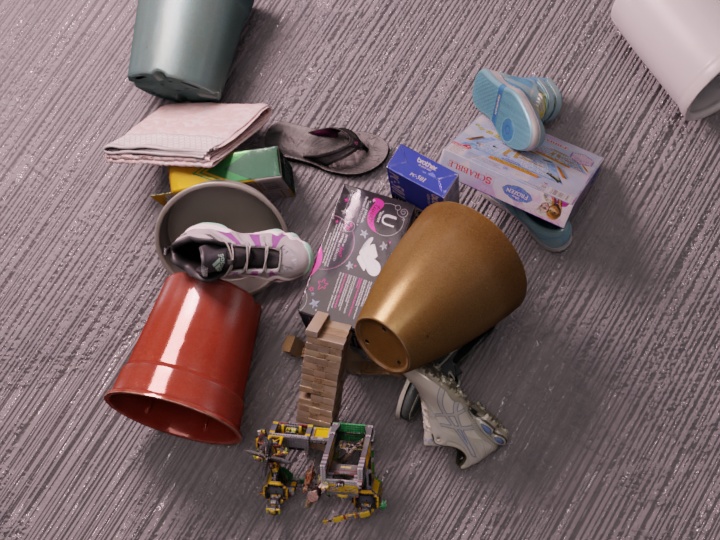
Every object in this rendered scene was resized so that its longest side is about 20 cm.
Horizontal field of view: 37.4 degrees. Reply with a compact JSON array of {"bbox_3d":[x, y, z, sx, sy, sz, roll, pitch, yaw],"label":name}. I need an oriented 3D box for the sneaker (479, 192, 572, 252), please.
[{"bbox_3d":[0.241,-0.116,1.581,0.200,0.082,0.074,42,81,16],"label":"sneaker"}]

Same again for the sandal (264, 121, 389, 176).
[{"bbox_3d":[-0.055,-0.193,1.657,0.199,0.048,0.076,8,74,10],"label":"sandal"}]

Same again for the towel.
[{"bbox_3d":[-0.261,-0.211,1.616,0.199,0.032,0.191,5,32,24],"label":"towel"}]

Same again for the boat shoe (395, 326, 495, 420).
[{"bbox_3d":[0.121,0.136,1.525,0.062,0.073,0.200,30,74,18],"label":"boat shoe"}]

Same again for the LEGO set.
[{"bbox_3d":[-0.060,0.287,1.449,0.199,0.116,0.155,11,118,5],"label":"LEGO set"}]

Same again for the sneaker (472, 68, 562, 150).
[{"bbox_3d":[0.259,-0.239,1.577,0.130,0.080,0.200,1,35,-21],"label":"sneaker"}]

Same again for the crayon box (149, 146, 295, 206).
[{"bbox_3d":[-0.208,-0.137,1.614,0.199,0.126,0.052,-8,81,4],"label":"crayon box"}]

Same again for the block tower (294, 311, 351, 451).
[{"bbox_3d":[-0.053,0.160,1.483,0.057,0.054,0.201,12,119,10],"label":"block tower"}]

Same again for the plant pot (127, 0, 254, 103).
[{"bbox_3d":[-0.272,-0.375,1.672,0.199,0.200,0.197,10,82,10],"label":"plant pot"}]

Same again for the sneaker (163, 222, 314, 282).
[{"bbox_3d":[-0.174,-0.013,1.463,0.199,0.140,0.078,5,104,16],"label":"sneaker"}]

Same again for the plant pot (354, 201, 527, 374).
[{"bbox_3d":[0.088,0.039,1.416,0.186,0.187,0.200,39,57,16],"label":"plant pot"}]

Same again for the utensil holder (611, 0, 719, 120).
[{"bbox_3d":[0.493,-0.352,1.582,0.169,0.170,0.201,-32,69,-4],"label":"utensil holder"}]

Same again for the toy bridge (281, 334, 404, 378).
[{"bbox_3d":[-0.015,0.130,1.539,0.199,0.067,0.027,8,72,31],"label":"toy bridge"}]

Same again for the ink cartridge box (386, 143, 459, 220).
[{"bbox_3d":[0.093,-0.104,1.532,0.094,0.200,0.044,30,76,14],"label":"ink cartridge box"}]

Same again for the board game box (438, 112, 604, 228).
[{"bbox_3d":[0.236,-0.154,1.550,0.199,0.041,0.200,26,33,14],"label":"board game box"}]

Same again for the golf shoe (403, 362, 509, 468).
[{"bbox_3d":[0.112,0.199,1.471,0.200,0.078,0.097,43,95,-16],"label":"golf shoe"}]

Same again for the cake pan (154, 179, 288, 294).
[{"bbox_3d":[-0.202,-0.049,1.574,0.199,0.201,0.037,-7,32,4],"label":"cake pan"}]

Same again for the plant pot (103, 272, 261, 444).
[{"bbox_3d":[-0.236,0.121,1.518,0.199,0.201,0.196,12,67,10],"label":"plant pot"}]

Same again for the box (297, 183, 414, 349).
[{"bbox_3d":[0.000,0.000,1.548,0.114,0.132,0.201,18,76,8],"label":"box"}]
